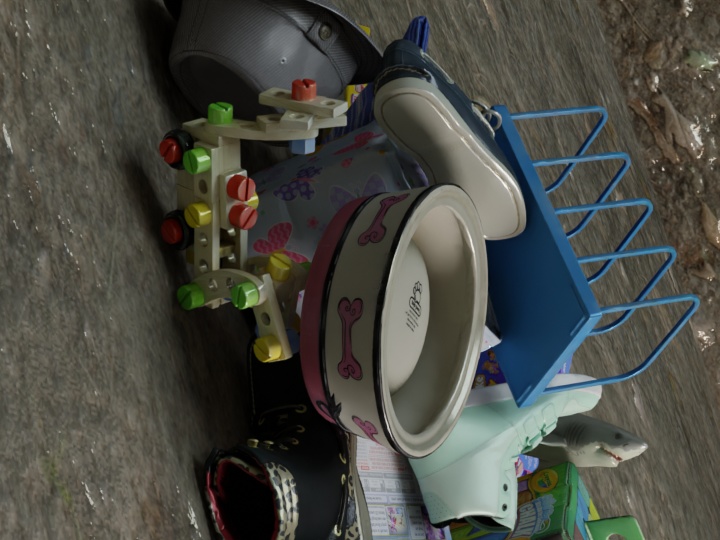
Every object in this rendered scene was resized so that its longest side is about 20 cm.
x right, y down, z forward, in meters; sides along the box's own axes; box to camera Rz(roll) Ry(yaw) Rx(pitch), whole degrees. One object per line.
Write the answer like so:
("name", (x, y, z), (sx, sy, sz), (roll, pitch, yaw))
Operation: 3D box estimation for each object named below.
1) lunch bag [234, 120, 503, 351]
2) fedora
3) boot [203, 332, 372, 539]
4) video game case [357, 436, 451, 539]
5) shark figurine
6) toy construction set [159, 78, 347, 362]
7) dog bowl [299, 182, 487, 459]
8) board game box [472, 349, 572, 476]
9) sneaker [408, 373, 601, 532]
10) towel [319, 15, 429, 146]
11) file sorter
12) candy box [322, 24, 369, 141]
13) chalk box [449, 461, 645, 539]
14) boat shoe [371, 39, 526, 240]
("lunch bag", (0.000, 0.000, 1.734), (0.200, 0.169, 0.127), (63, 17, -15))
("fedora", (-0.079, -0.160, 1.733), (0.200, 0.176, 0.091), (44, 60, -50))
("boot", (-0.061, 0.124, 1.576), (0.154, 0.073, 0.204), (24, 47, -64))
("video game case", (0.015, 0.198, 1.731), (0.200, 0.045, 0.182), (16, 61, -65))
("shark figurine", (0.133, 0.117, 1.910), (0.128, 0.214, 0.090), (141, -36, -66))
("toy construction set", (-0.079, -0.044, 1.565), (0.092, 0.131, 0.201), (0, 107, -46))
("dog bowl", (0.023, 0.033, 1.584), (0.200, 0.074, 0.201), (7, 90, -65))
("board game box", (0.147, 0.138, 2.119), (0.134, 0.045, 0.201), (42, 56, -55))
("sneaker", (0.122, 0.151, 1.785), (0.200, 0.074, 0.119), (-10, 83, -33))
("towel", (-0.009, -0.115, 1.822), (0.024, 0.200, 0.145), (33, 28, -13))
("file sorter", (0.166, -0.017, 1.760), (0.201, 0.122, 0.139), (68, -31, 26))
("candy box", (-0.014, -0.127, 1.982), (0.200, 0.026, 0.102), (-89, -165, -49))
("chalk box", (0.152, 0.255, 1.873), (0.124, 0.199, 0.125), (-73, 141, -65))
("boat shoe", (0.068, -0.096, 1.649), (0.200, 0.075, 0.062), (44, 37, -41))
